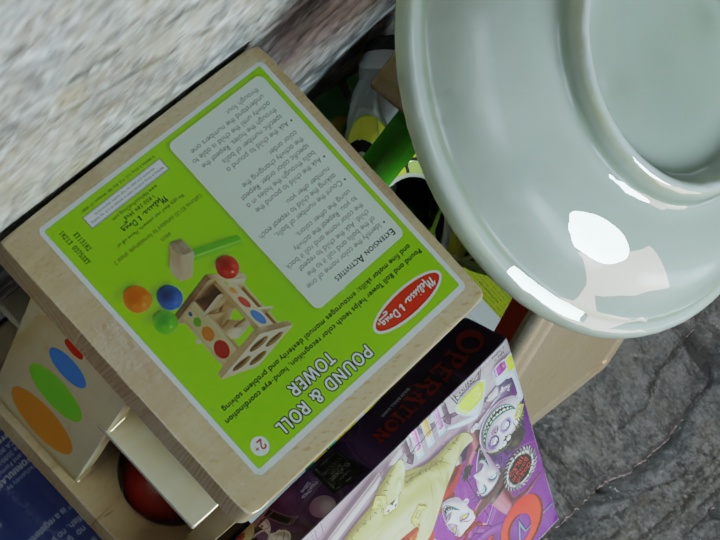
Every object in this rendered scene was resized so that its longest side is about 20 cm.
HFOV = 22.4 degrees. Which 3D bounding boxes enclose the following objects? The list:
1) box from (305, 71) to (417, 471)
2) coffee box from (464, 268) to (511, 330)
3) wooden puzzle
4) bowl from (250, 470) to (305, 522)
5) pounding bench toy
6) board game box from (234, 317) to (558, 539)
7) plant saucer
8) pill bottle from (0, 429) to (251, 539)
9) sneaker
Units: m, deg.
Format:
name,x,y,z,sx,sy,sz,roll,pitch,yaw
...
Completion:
name,x,y,z,sx,sy,sz,roll,pitch,yaw
box,0.000,0.000,0.918,0.048,0.201,0.117,2,-159,27
coffee box,0.043,0.033,1.332,0.200,0.200,0.198,-45,177,36
wooden puzzle,0.105,0.023,0.902,0.185,0.037,0.200,-30,160,-47
bowl,-0.101,0.106,0.992,0.201,0.201,0.090,-43,-152,3
pounding bench toy,-0.037,0.006,0.709,0.200,0.124,0.156,-42,176,-28
board game box,-0.001,0.126,0.738,0.200,0.032,0.120,-43,140,-24
plant saucer,0.104,-0.076,0.680,0.200,0.201,0.050,-41,-162,-35
pill bottle,-0.106,0.131,0.806,0.111,0.200,0.111,-43,177,-3
sneaker,0.046,-0.031,0.895,0.075,0.200,0.077,6,-117,40
